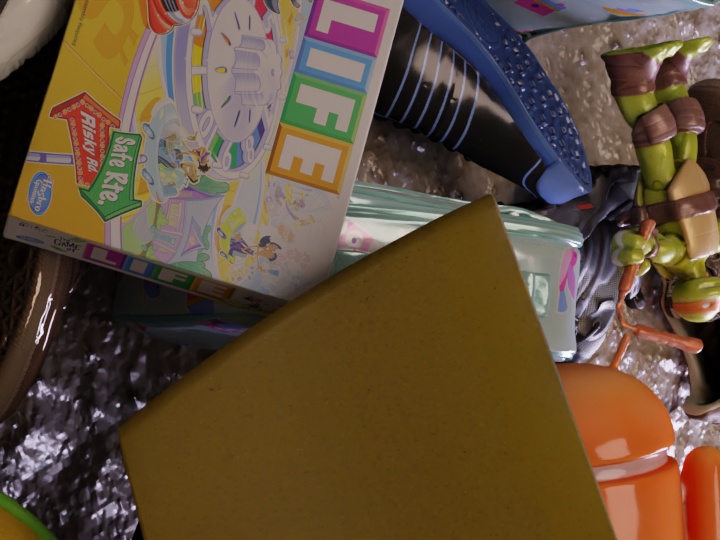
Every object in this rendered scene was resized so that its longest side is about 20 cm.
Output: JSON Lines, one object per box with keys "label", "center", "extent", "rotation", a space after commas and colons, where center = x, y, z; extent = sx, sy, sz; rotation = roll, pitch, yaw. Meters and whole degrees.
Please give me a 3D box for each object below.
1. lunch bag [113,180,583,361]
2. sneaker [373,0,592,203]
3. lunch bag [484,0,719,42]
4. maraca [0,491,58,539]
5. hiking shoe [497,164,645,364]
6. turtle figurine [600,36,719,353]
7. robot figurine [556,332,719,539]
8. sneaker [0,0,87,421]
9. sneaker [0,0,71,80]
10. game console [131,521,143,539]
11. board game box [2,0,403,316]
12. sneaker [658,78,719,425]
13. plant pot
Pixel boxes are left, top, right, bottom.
{"label": "lunch bag", "center": [0.000, 0.000, 1.218], "extent": [0.200, 0.160, 0.077], "rotation": [6, 84, -30]}
{"label": "sneaker", "center": [0.036, -0.098, 1.325], "extent": [0.200, 0.078, 0.070], "rotation": [48, 26, -26]}
{"label": "lunch bag", "center": [0.083, -0.204, 1.313], "extent": [0.200, 0.170, 0.122], "rotation": [54, 55, -26]}
{"label": "maraca", "center": [-0.166, 0.158, 1.083], "extent": [0.200, 0.107, 0.137], "rotation": [27, 91, -16]}
{"label": "hiking shoe", "center": [0.096, 0.010, 1.397], "extent": [0.200, 0.076, 0.101], "rotation": [-25, 104, -44]}
{"label": "turtle figurine", "center": [0.174, -0.041, 1.406], "extent": [0.200, 0.064, 0.162], "rotation": [-11, 91, -48]}
{"label": "robot figurine", "center": [0.115, 0.136, 1.389], "extent": [0.117, 0.144, 0.200], "rotation": [-16, 102, -62]}
{"label": "sneaker", "center": [-0.134, -0.021, 1.155], "extent": [0.075, 0.070, 0.200], "rotation": [25, 75, -50]}
{"label": "sneaker", "center": [-0.205, -0.089, 1.069], "extent": [0.200, 0.076, 0.088], "rotation": [-52, 141, -29]}
{"label": "game console", "center": [-0.016, 0.177, 1.159], "extent": [0.176, 0.116, 0.200], "rotation": [33, 55, -22]}
{"label": "board game box", "center": [-0.058, -0.090, 1.114], "extent": [0.134, 0.034, 0.200], "rotation": [17, 73, -7]}
{"label": "sneaker", "center": [0.208, -0.008, 1.518], "extent": [0.075, 0.070, 0.200], "rotation": [-22, 105, -43]}
{"label": "plant pot", "center": [0.009, 0.121, 1.085], "extent": [0.200, 0.176, 0.200], "rotation": [73, 0, -61]}
